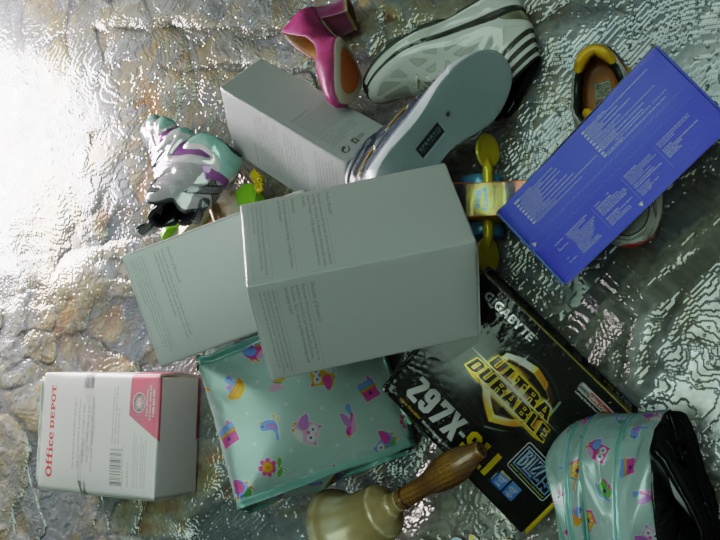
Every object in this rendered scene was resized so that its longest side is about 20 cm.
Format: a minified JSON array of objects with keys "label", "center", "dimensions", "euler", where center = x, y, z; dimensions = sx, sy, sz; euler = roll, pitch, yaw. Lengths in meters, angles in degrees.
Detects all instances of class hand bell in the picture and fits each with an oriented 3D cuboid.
[{"label":"hand bell","center":[0.046,0.220,0.834],"dimensions":[0.199,0.103,0.105],"euler":[-41,66,30]}]

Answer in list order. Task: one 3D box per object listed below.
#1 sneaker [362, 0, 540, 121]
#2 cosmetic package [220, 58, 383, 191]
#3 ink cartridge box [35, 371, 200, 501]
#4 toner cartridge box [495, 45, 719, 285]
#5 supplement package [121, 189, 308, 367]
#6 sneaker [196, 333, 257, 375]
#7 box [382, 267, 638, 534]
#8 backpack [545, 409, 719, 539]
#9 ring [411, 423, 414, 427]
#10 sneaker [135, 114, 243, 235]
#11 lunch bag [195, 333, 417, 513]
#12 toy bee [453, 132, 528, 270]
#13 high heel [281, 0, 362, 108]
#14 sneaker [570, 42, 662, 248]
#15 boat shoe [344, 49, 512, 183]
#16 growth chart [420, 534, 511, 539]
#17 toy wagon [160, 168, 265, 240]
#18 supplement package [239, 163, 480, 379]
[{"label":"sneaker","center":[0.098,-0.203,0.906],"dimensions":[0.197,0.075,0.118],"euler":[-25,71,21]},{"label":"cosmetic package","center":[-0.063,-0.147,0.963],"dimensions":[0.198,0.103,0.071],"euler":[34,60,27]},{"label":"ink cartridge box","center":[-0.305,0.203,1.070],"dimensions":[0.196,0.082,0.150],"euler":[-2,83,28]},{"label":"toner cartridge box","center":[0.225,-0.091,0.765],"dimensions":[0.095,0.043,0.200],"euler":[46,111,8]},{"label":"supplement package","center":[-0.129,0.004,0.900],"dimensions":[0.196,0.121,0.122],"euler":[-20,95,1]},{"label":"sneaker","center":[-0.113,0.052,1.001],"dimensions":[0.078,0.074,0.203],"euler":[30,95,3]},{"label":"box","center":[0.143,0.125,0.828],"dimensions":[0.200,0.049,0.160],"euler":[44,107,10]},{"label":"backpack","center":[0.235,0.220,0.711],"dimensions":[0.124,0.166,0.205],"euler":[-12,93,30]},{"label":"ring","center":[0.004,0.093,0.953],"dimensions":[0.196,0.019,0.206],"euler":[-4,82,29]},{"label":"sneaker","center":[-0.241,-0.109,1.048],"dimensions":[0.198,0.077,0.142],"euler":[22,80,48]},{"label":"lunch bag","center":[-0.054,0.142,0.897],"dimensions":[0.196,0.122,0.174],"euler":[-19,73,-7]},{"label":"toy bee","center":[0.109,-0.060,0.864],"dimensions":[0.197,0.108,0.134],"euler":[-26,74,23]},{"label":"high heel","center":[-0.053,-0.239,0.962],"dimensions":[0.094,0.068,0.203],"euler":[-18,48,18]},{"label":"sneaker","center":[0.236,-0.120,0.816],"dimensions":[0.076,0.082,0.205],"euler":[-16,78,24]},{"label":"boat shoe","center":[0.062,-0.146,0.855],"dimensions":[0.200,0.071,0.090],"euler":[-46,23,-13]},{"label":"growth chart","center":[0.096,0.346,0.871],"dimensions":[0.196,0.018,0.149],"euler":[-5,80,27]},{"label":"toy wagon","center":[-0.175,-0.036,1.034],"dimensions":[0.200,0.039,0.156],"euler":[-44,46,16]},{"label":"supplement package","center":[0.000,0.000,0.767],"dimensions":[0.195,0.119,0.118],"euler":[-11,41,-2]}]
